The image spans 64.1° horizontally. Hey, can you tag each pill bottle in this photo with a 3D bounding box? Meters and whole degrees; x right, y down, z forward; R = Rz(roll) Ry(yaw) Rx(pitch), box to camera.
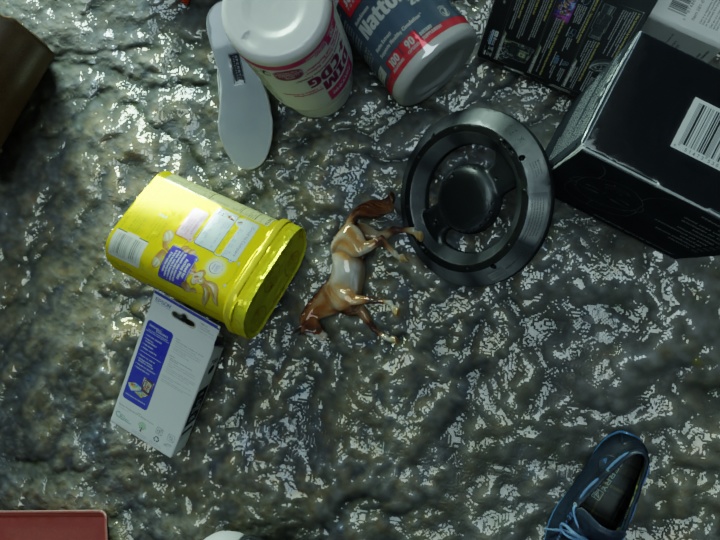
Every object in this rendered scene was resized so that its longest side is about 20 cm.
[{"bbox_3d":[0.034,-0.311,0.687,0.119,0.120,0.201,-38,82,5],"label":"pill bottle"},{"bbox_3d":[-0.070,-0.253,0.657,0.112,0.200,0.114,0,87,9],"label":"pill bottle"}]

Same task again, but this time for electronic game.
[{"bbox_3d":[0.126,-0.082,0.657,0.199,0.041,0.202,7,100,43],"label":"electronic game"}]

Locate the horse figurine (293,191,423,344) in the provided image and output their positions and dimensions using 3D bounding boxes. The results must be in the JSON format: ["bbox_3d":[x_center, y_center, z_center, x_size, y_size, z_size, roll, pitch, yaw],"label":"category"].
[{"bbox_3d":[0.000,0.000,0.703,0.132,0.050,0.202,16,98,29],"label":"horse figurine"}]

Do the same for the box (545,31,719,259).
[{"bbox_3d":[0.308,-0.111,0.590,0.199,0.197,0.125,28,89,4],"label":"box"}]

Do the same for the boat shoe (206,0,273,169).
[{"bbox_3d":[-0.147,-0.234,0.736,0.073,0.065,0.202,-1,108,1],"label":"boat shoe"}]

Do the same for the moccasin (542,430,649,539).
[{"bbox_3d":[0.260,0.276,0.648,0.080,0.068,0.201,20,90,9],"label":"moccasin"}]

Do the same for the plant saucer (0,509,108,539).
[{"bbox_3d":[-0.413,0.413,0.757,0.198,0.037,0.202,-4,87,9],"label":"plant saucer"}]

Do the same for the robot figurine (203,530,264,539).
[{"bbox_3d":[-0.121,0.393,0.673,0.199,0.125,0.151,26,74,9],"label":"robot figurine"}]

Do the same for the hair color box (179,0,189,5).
[{"bbox_3d":[-0.226,-0.474,0.762,0.101,0.061,0.201,35,91,8],"label":"hair color box"}]

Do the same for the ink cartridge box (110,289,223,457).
[{"bbox_3d":[-0.237,0.127,0.720,0.099,0.039,0.201,29,109,9],"label":"ink cartridge box"}]

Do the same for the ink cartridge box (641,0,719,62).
[{"bbox_3d":[0.340,-0.343,0.660,0.199,0.084,0.146,29,91,9],"label":"ink cartridge box"}]

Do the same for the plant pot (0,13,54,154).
[{"bbox_3d":[-0.518,-0.250,0.737,0.200,0.200,0.199,33,85,9],"label":"plant pot"}]

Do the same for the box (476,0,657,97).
[{"bbox_3d":[0.230,-0.297,0.620,0.159,0.201,0.044,25,58,10],"label":"box"}]

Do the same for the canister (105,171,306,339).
[{"bbox_3d":[-0.187,-0.025,0.705,0.199,0.087,0.149,24,65,11],"label":"canister"}]
